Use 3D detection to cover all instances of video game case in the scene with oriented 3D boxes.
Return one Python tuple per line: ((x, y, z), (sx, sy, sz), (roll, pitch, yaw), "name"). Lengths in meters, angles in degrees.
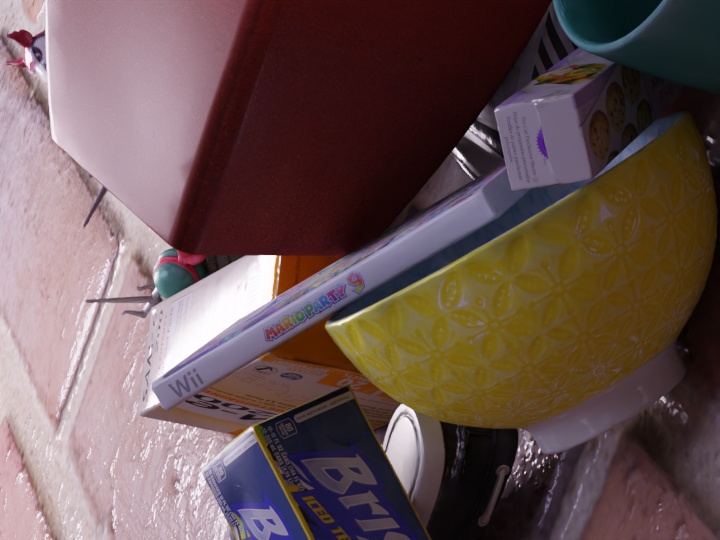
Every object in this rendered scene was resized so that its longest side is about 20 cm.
((0.000, 0.000, 1.213), (0.199, 0.018, 0.143), (-31, 3, 21), "video game case")

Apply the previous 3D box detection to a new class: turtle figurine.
((-0.099, -0.027, 1.542), (0.200, 0.100, 0.151), (-44, -35, -48), "turtle figurine")

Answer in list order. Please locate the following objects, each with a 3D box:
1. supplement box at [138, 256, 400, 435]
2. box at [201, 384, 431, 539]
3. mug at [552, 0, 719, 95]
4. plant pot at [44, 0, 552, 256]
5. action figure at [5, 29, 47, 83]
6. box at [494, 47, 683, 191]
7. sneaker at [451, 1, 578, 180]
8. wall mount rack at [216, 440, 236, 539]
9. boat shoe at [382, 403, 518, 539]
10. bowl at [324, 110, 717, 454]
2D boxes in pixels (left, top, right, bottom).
((-0.036, 0.048, 1.429), (0.200, 0.125, 0.074), (-27, 54, 61), "supplement box")
((0.002, 0.165, 1.215), (0.064, 0.070, 0.201), (-41, 75, 51), "box")
((0.168, -0.165, 1.102), (0.153, 0.114, 0.186), (-61, 26, 31), "mug")
((-0.053, -0.116, 1.272), (0.200, 0.199, 0.177), (40, 118, 39), "plant pot")
((-0.154, -0.162, 1.726), (0.134, 0.198, 0.150), (149, 125, -65), "action figure")
((0.110, -0.079, 1.128), (0.200, 0.038, 0.042), (-36, -64, -66), "box")
((0.076, -0.119, 1.325), (0.200, 0.075, 0.116), (44, 107, 41), "sneaker")
((-0.055, 0.199, 1.421), (0.200, 0.074, 0.175), (-121, 32, -76), "wall mount rack")
((0.033, 0.142, 1.294), (0.074, 0.060, 0.201), (-107, 24, -44), "boat shoe")
((0.094, 0.020, 1.142), (0.108, 0.200, 0.200), (59, 151, -4), "bowl")
